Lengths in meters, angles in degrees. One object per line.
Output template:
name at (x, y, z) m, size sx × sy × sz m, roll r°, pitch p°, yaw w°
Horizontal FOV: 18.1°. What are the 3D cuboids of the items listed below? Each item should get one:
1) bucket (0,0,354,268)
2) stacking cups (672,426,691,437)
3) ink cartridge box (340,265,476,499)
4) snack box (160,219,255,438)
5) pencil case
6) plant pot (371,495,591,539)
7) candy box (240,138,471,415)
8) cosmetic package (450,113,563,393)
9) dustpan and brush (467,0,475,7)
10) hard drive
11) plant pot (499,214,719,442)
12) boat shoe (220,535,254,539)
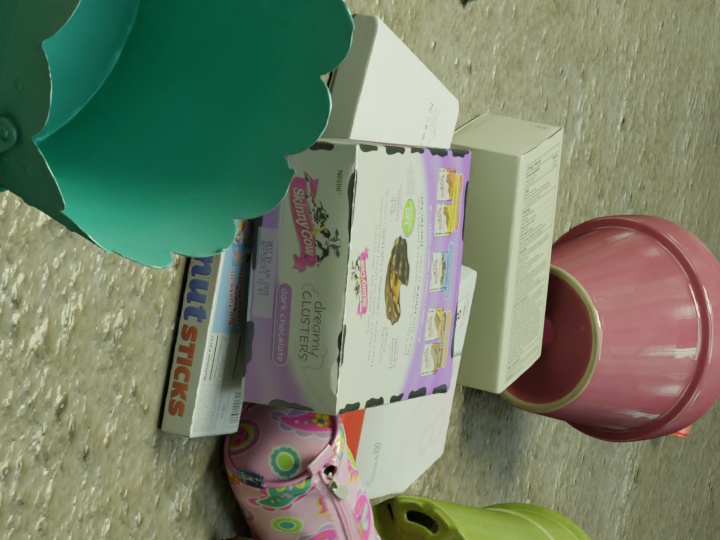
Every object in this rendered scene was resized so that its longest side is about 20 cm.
bucket at (-0.116, -0.113, 1.065) m, size 0.207 × 0.134 × 0.208 m, roll -31°, pitch 133°, yaw -40°
stacking cups at (0.376, 0.089, 2.597) m, size 0.060 × 0.060 × 0.201 m, roll 7°, pitch 99°, yaw -69°
ink cartridge box at (0.018, 0.096, 1.660) m, size 0.200 × 0.057 × 0.164 m, roll -44°, pitch 148°, yaw -61°
snack box at (-0.083, 0.003, 1.418) m, size 0.072 × 0.024 × 0.202 m, roll 3°, pitch 98°, yaw -67°
pencil case at (-0.033, 0.164, 1.542) m, size 0.201 × 0.087 × 0.088 m, roll 73°, pitch 35°, yaw -50°
plant pot at (0.071, 0.254, 1.754) m, size 0.190 × 0.199 × 0.201 m, roll 35°, pitch 68°, yaw -54°
candy box at (0.000, 0.000, 1.475) m, size 0.200 × 0.071 × 0.169 m, roll -3°, pitch 99°, yaw -67°
cosmetic package at (0.106, -0.015, 1.822) m, size 0.103 × 0.073 × 0.202 m, roll -33°, pitch 130°, yaw -61°
dustpan and brush at (0.127, -0.315, 1.738) m, size 0.140 × 0.057 × 0.201 m, roll -54°, pitch 148°, yaw -47°
hard drive at (0.019, -0.090, 1.626) m, size 0.200 × 0.026 × 0.133 m, roll 34°, pitch 69°, yaw -67°
plant pot at (0.200, 0.054, 1.964) m, size 0.178 × 0.199 × 0.202 m, roll -4°, pitch 105°, yaw -52°
boat shoe at (-0.065, 0.269, 1.537) m, size 0.076 × 0.074 × 0.201 m, roll -41°, pitch 121°, yaw -35°
